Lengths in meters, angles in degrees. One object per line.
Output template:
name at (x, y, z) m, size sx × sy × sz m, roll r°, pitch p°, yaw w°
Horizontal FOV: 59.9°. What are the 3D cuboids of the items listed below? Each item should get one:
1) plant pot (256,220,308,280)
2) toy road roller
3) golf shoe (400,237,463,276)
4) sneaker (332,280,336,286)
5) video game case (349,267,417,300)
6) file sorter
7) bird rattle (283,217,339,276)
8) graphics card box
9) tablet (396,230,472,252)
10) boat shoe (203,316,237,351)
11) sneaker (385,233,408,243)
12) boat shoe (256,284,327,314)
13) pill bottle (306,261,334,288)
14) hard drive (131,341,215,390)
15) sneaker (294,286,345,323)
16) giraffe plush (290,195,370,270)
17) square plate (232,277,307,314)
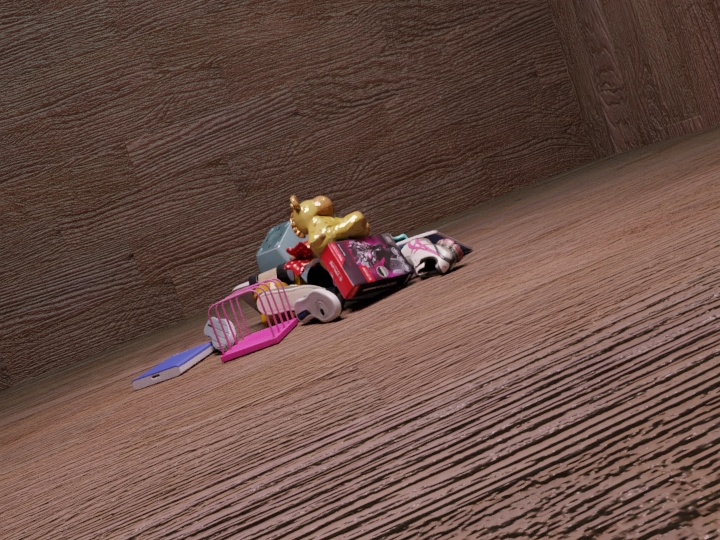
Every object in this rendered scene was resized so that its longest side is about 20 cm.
plant pot at (-0.203, -0.037, 1.917) m, size 0.193 × 0.201 × 0.199 m, roll -15°, pitch 39°, yaw 42°
toy road roller at (-0.209, 0.089, 1.671) m, size 0.119 × 0.150 × 0.200 m, roll -18°, pitch -33°, yaw 15°
golf shoe at (0.147, -0.029, 1.476) m, size 0.092 × 0.074 × 0.198 m, roll -39°, pitch 20°, yaw -28°
sneaker at (0.000, 0.000, 1.672) m, size 0.072 × 0.089 × 0.201 m, roll -9°, pitch 29°, yaw 39°
video game case at (0.061, 0.029, 1.595) m, size 0.196 × 0.024 × 0.180 m, roll -24°, pitch 6°, yaw -28°
file sorter at (-0.244, 0.103, 1.425) m, size 0.135 × 0.129 × 0.200 m, roll -19°, pitch 5°, yaw 9°
bird rattle at (-0.122, -0.042, 1.637) m, size 0.197 × 0.115 × 0.162 m, roll -33°, pitch 10°, yaw -28°
graphics card box at (0.018, -0.013, 1.432) m, size 0.196 × 0.127 × 0.051 m, roll -10°, pitch -34°, yaw -40°
tablet at (0.191, -0.062, 1.610) m, size 0.127 × 0.014 × 0.197 m, roll -17°, pitch -21°, yaw 35°
boat shoe at (-0.336, 0.160, 1.562) m, size 0.061 × 0.074 × 0.199 m, roll 28°, pitch -5°, yaw -27°
sneaker at (0.050, -0.057, 1.609) m, size 0.196 × 0.078 × 0.093 m, roll -10°, pitch -40°, yaw -40°
boat shoe at (-0.156, 0.070, 1.549) m, size 0.194 × 0.075 × 0.060 m, roll -3°, pitch 11°, yaw 0°
pill bottle at (-0.051, 0.009, 1.752) m, size 0.110 × 0.115 × 0.198 m, roll -16°, pitch 7°, yaw 39°
hard drive at (-0.445, 0.227, 1.510) m, size 0.128 × 0.026 × 0.200 m, roll -20°, pitch 5°, yaw 13°
sneaker at (-0.066, 0.065, 1.415) m, size 0.110 × 0.075 × 0.198 m, roll -21°, pitch 5°, yaw -31°
giraffe plush at (-0.093, -0.103, 1.486) m, size 0.196 × 0.163 × 0.175 m, roll -21°, pitch -32°, yaw -32°
square plate at (-0.235, 0.060, 1.786) m, size 0.194 × 0.029 × 0.199 m, roll -19°, pitch -33°, yaw 15°
